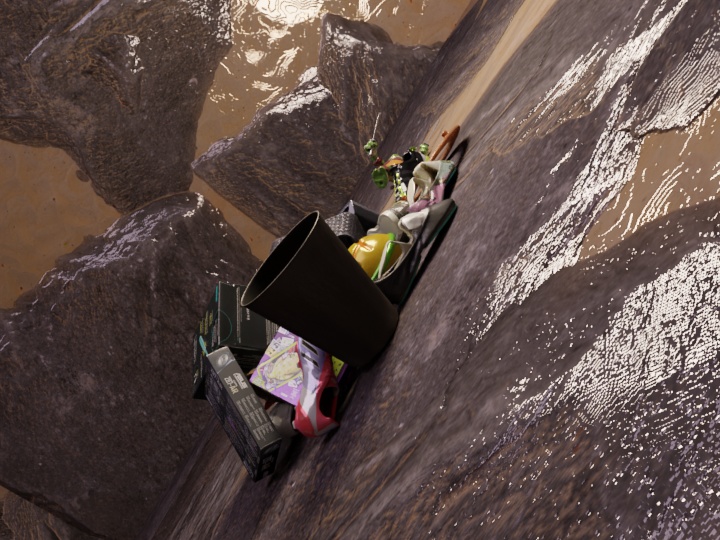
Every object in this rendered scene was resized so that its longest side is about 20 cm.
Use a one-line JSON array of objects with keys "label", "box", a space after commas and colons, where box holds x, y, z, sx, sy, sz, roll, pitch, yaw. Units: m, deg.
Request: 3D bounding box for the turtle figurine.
[{"label": "turtle figurine", "box": [0.083, -0.279, 1.997, 0.201, 0.143, 0.194, -59, 10, 25]}]

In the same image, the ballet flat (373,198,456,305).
[{"label": "ballet flat", "box": [0.081, -0.043, 1.341, 0.201, 0.068, 0.068, -60, 7, -12]}]

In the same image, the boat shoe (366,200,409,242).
[{"label": "boat shoe", "box": [0.061, -0.074, 1.611, 0.060, 0.072, 0.202, -38, -7, -18]}]

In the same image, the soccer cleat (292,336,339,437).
[{"label": "soccer cleat", "box": [-0.062, 0.161, 1.315, 0.076, 0.067, 0.202, -20, 53, 32]}]

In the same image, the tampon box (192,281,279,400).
[{"label": "tampon box", "box": [-0.244, 0.145, 1.646, 0.201, 0.125, 0.151, 124, 148, -45]}]

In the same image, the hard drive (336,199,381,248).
[{"label": "hard drive", "box": [-0.020, -0.040, 1.778, 0.201, 0.134, 0.043, -54, 24, 27]}]

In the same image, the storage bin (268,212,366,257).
[{"label": "storage bin", "box": [-0.078, -0.014, 1.708, 0.198, 0.136, 0.094, -20, 29, 16]}]

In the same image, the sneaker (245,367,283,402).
[{"label": "sneaker", "box": [-0.110, 0.183, 1.504, 0.198, 0.068, 0.090, -7, 27, 39]}]

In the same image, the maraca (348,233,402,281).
[{"label": "maraca", "box": [0.004, 0.021, 1.441, 0.201, 0.106, 0.138, -55, 9, 29]}]

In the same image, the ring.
[{"label": "ring", "box": [0.132, -0.198, 1.637, 0.201, 0.019, 0.201, -55, -8, -11]}]

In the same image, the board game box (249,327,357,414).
[{"label": "board game box", "box": [-0.095, 0.167, 1.409, 0.199, 0.032, 0.121, 17, 69, 46]}]

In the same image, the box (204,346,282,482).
[{"label": "box", "box": [-0.214, 0.258, 1.504, 0.043, 0.201, 0.161, -24, -26, -25]}]

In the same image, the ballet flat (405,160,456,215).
[{"label": "ballet flat", "box": [0.121, -0.149, 1.491, 0.069, 0.071, 0.201, -53, 9, 40]}]

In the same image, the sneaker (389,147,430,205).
[{"label": "sneaker", "box": [0.089, -0.180, 1.776, 0.072, 0.082, 0.201, -49, 12, 52]}]

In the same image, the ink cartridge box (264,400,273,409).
[{"label": "ink cartridge box", "box": [-0.119, 0.187, 1.705, 0.161, 0.050, 0.202, -35, -34, -51]}]

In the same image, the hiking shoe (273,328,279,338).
[{"label": "hiking shoe", "box": [-0.076, 0.098, 1.571, 0.199, 0.076, 0.101, -26, -13, -45]}]

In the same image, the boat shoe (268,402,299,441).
[{"label": "boat shoe", "box": [-0.107, 0.231, 1.550, 0.069, 0.071, 0.201, -19, 24, 31]}]

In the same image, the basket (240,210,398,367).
[{"label": "basket", "box": [-0.049, 0.042, 1.280, 0.181, 0.200, 0.136, -51, 18, -1]}]
